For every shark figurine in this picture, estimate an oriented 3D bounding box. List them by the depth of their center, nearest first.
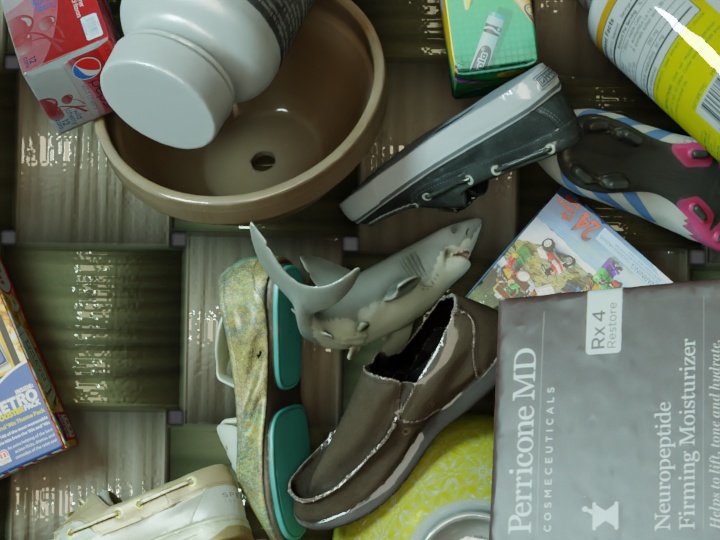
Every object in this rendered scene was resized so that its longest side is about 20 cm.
[{"bbox_3d":[-0.016,0.012,1.210,0.089,0.214,0.129,43,118,22],"label":"shark figurine"}]

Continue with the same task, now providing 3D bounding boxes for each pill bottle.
[{"bbox_3d":[-0.088,-0.180,1.152,0.110,0.111,0.201,24,61,3],"label":"pill bottle"},{"bbox_3d":[0.229,-0.159,1.201,0.109,0.109,0.200,-42,64,0],"label":"pill bottle"}]

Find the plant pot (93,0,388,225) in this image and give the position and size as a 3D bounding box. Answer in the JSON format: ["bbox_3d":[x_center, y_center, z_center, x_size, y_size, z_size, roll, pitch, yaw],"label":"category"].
[{"bbox_3d":[-0.074,-0.099,1.218,0.199,0.093,0.202,-6,53,8],"label":"plant pot"}]

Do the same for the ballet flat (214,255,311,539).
[{"bbox_3d":[-0.071,0.090,1.248,0.070,0.071,0.202,-2,93,2],"label":"ballet flat"}]

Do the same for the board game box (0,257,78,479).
[{"bbox_3d":[-0.308,0.062,1.262,0.150,0.046,0.202,-23,87,1],"label":"board game box"}]

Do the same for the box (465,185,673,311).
[{"bbox_3d":[0.171,0.058,1.250,0.200,0.038,0.137,41,90,3],"label":"box"}]

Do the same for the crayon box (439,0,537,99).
[{"bbox_3d":[0.078,-0.227,1.223,0.058,0.119,0.202,-7,87,2],"label":"crayon box"}]

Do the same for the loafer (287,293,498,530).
[{"bbox_3d":[0.017,0.088,1.205,0.200,0.073,0.071,-46,116,2],"label":"loafer"}]

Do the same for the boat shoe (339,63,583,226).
[{"bbox_3d":[0.064,-0.069,1.204,0.199,0.069,0.057,-30,98,41],"label":"boat shoe"}]

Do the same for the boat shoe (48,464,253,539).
[{"bbox_3d":[-0.170,0.187,1.245,0.198,0.074,0.070,-17,64,11],"label":"boat shoe"}]

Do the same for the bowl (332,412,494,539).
[{"bbox_3d":[0.076,0.200,1.214,0.198,0.108,0.203,0,88,2],"label":"bowl"}]

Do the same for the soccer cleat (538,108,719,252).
[{"bbox_3d":[0.208,-0.067,1.243,0.198,0.086,0.070,20,94,-21],"label":"soccer cleat"}]

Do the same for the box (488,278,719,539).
[{"bbox_3d":[0.200,0.110,1.096,0.198,0.164,0.168,-6,68,25],"label":"box"}]

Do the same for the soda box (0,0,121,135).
[{"bbox_3d":[-0.209,-0.192,1.211,0.063,0.070,0.201,-23,55,1],"label":"soda box"}]
